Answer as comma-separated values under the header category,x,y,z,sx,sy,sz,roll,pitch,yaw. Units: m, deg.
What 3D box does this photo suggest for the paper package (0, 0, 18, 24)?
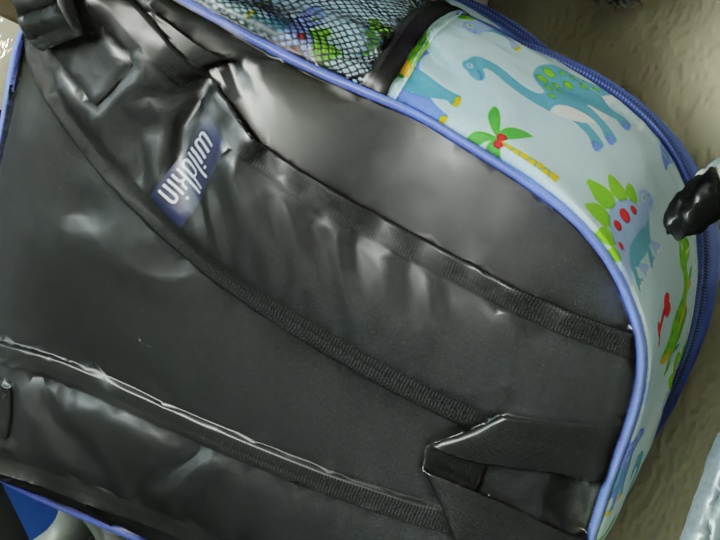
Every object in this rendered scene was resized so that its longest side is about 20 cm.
category,x,y,z,sx,sy,sz,roll,pitch,yaw
paper package,-0.119,-0.212,1.026,0.191,0.103,0.200,-54,19,13

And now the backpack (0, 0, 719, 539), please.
category,x,y,z,sx,sy,sz,roll,pitch,yaw
backpack,0.000,0.000,0.740,0.147,0.199,0.184,-44,-23,-57

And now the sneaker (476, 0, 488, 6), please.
category,x,y,z,sx,sy,sz,roll,pitch,yaw
sneaker,0.037,-0.181,0.870,0.108,0.067,0.202,-38,44,48

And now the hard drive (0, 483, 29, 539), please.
category,x,y,z,sx,sy,sz,roll,pitch,yaw
hard drive,-0.123,0.104,0.751,0.200,0.033,0.140,-112,2,-55

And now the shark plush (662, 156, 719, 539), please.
category,x,y,z,sx,sy,sz,roll,pitch,yaw
shark plush,0.110,-0.017,0.664,0.091,0.083,0.201,41,112,56

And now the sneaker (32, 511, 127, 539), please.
category,x,y,z,sx,sy,sz,roll,pitch,yaw
sneaker,-0.113,0.152,0.936,0.078,0.099,0.201,28,101,58

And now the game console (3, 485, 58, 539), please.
category,x,y,z,sx,sy,sz,roll,pitch,yaw
game console,-0.159,0.026,0.953,0.171,0.118,0.200,44,133,26

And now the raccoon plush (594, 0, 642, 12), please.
category,x,y,z,sx,sy,sz,roll,pitch,yaw
raccoon plush,0.052,-0.145,0.735,0.097,0.200,0.134,44,116,26

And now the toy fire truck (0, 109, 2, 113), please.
category,x,y,z,sx,sy,sz,roll,pitch,yaw
toy fire truck,-0.168,-0.040,1.010,0.176,0.199,0.129,-4,74,58
